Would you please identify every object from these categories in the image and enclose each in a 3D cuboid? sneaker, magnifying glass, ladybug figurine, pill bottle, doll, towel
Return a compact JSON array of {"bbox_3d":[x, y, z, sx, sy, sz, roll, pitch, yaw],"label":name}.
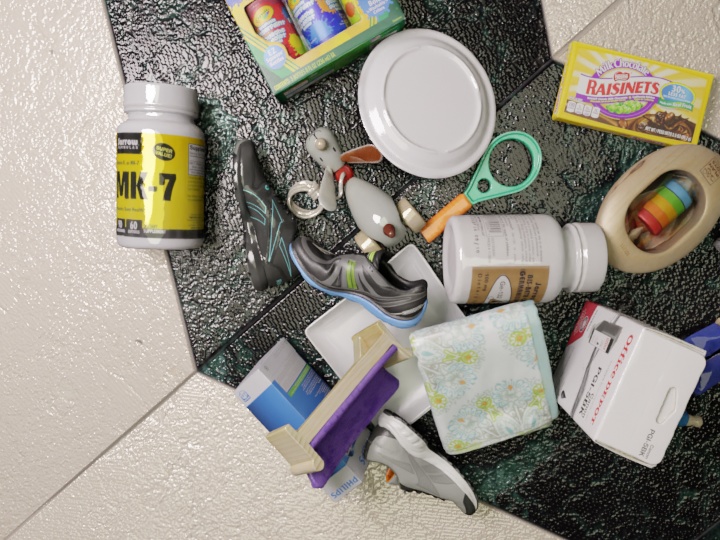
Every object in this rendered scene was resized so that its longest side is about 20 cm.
[{"bbox_3d":[0.000,0.000,0.825,0.196,0.071,0.084,25,116,8],"label":"sneaker"},{"bbox_3d":[0.163,-0.111,0.869,0.199,0.022,0.080,-40,94,6],"label":"magnifying glass"},{"bbox_3d":[0.083,0.277,0.869,0.200,0.074,0.080,42,81,-15],"label":"sneaker"},{"bbox_3d":[0.396,-0.084,0.844,0.199,0.072,0.137,-39,95,4],"label":"ladybug figurine"},{"bbox_3d":[-0.261,-0.133,0.828,0.111,0.114,0.206,2,95,1],"label":"pill bottle"},{"bbox_3d":[-0.127,-0.077,0.858,0.077,0.075,0.205,-10,105,-5],"label":"sneaker"},{"bbox_3d":[0.440,0.155,0.879,0.197,0.048,0.138,-31,94,3],"label":"doll"},{"bbox_3d":[0.212,-0.015,0.831,0.194,0.114,0.118,-1,96,-2],"label":"pill bottle"},{"bbox_3d":[0.169,0.147,0.843,0.167,0.048,0.204,-17,116,3],"label":"towel"}]

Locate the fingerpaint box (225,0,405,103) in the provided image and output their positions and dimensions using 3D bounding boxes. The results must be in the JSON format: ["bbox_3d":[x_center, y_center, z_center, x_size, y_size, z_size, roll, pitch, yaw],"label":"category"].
[{"bbox_3d":[-0.064,-0.347,0.823,0.197,0.073,0.170,-28,95,3],"label":"fingerpaint box"}]

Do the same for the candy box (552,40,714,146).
[{"bbox_3d":[0.367,-0.234,0.853,0.195,0.026,0.105,13,93,-1],"label":"candy box"}]

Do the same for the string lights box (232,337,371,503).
[{"bbox_3d":[-0.070,0.199,0.858,0.059,0.103,0.201,-40,94,21],"label":"string lights box"}]

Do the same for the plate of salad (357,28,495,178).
[{"bbox_3d":[0.088,-0.220,0.842,0.195,0.048,0.206,2,82,-16],"label":"plate of salad"}]

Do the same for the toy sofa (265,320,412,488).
[{"bbox_3d":[-0.015,0.168,0.790,0.098,0.083,0.200,47,57,-3],"label":"toy sofa"}]

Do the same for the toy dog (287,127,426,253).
[{"bbox_3d":[-0.002,-0.098,0.835,0.197,0.096,0.134,29,95,-2],"label":"toy dog"}]

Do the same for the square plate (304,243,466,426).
[{"bbox_3d":[0.055,0.101,0.889,0.197,0.028,0.201,-38,94,5],"label":"square plate"}]

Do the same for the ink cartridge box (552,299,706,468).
[{"bbox_3d":[0.326,0.132,0.802,0.081,0.200,0.150,22,95,-1],"label":"ink cartridge box"}]

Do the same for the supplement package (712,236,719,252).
[{"bbox_3d":[0.595,-0.002,0.831,0.200,0.110,0.114,43,94,-3],"label":"supplement package"}]
